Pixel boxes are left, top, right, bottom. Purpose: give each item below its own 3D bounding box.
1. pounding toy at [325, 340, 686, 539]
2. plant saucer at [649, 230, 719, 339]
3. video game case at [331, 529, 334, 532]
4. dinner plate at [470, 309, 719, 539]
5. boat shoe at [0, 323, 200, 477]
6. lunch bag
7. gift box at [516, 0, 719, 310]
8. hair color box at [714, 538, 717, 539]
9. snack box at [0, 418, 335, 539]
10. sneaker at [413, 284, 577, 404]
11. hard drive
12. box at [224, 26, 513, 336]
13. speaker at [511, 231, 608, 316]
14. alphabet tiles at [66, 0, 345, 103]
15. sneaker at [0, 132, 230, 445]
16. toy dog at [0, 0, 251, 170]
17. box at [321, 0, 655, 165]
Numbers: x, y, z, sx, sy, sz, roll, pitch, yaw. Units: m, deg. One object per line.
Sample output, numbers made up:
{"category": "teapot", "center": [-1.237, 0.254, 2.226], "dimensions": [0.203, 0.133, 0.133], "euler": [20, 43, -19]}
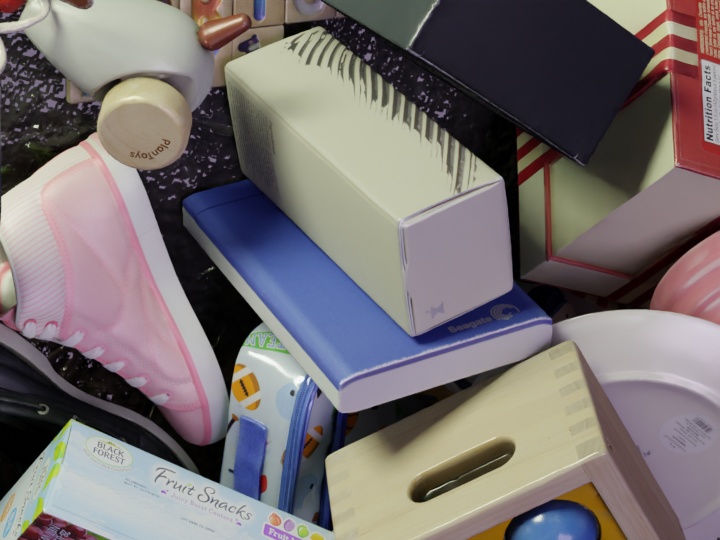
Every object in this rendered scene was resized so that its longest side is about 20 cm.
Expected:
{"category": "pounding toy", "center": [0.077, 0.183, 1.217], "dimensions": [0.200, 0.142, 0.184], "euler": [-26, 123, 10]}
{"category": "plant saucer", "center": [0.268, 0.030, 1.277], "dimensions": [0.200, 0.051, 0.201], "euler": [-4, 147, -2]}
{"category": "video game case", "center": [0.030, 0.242, 1.337], "dimensions": [0.200, 0.022, 0.182], "euler": [29, 101, -30]}
{"category": "dinner plate", "center": [0.155, 0.103, 1.277], "dimensions": [0.200, 0.024, 0.200], "euler": [1, 131, 1]}
{"category": "boat shoe", "center": [-0.173, 0.102, 1.272], "dimensions": [0.199, 0.074, 0.066], "euler": [44, 43, -35]}
{"category": "lunch bag", "center": [-0.026, 0.114, 1.333], "dimensions": [0.160, 0.075, 0.200], "euler": [-32, 135, -53]}
{"category": "gift box", "center": [0.206, -0.065, 1.321], "dimensions": [0.200, 0.187, 0.185], "euler": [18, 60, -23]}
{"category": "hair color box", "center": [0.128, 0.165, 1.400], "dimensions": [0.200, 0.064, 0.111], "euler": [2, 110, -27]}
{"category": "snack box", "center": [-0.133, 0.182, 1.255], "dimensions": [0.168, 0.068, 0.200], "euler": [26, 141, -17]}
{"category": "sneaker", "center": [0.125, 0.057, 1.351], "dimensions": [0.200, 0.075, 0.088], "euler": [18, 84, -36]}
{"category": "hard drive", "center": [0.000, 0.000, 1.260], "dimensions": [0.132, 0.200, 0.025], "euler": [-16, 128, -23]}
{"category": "box", "center": [0.002, -0.054, 1.234], "dimensions": [0.068, 0.200, 0.082], "euler": [-24, 131, -20]}
{"category": "speaker", "center": [0.137, 0.074, 1.450], "dimensions": [0.081, 0.081, 0.200], "euler": [-21, 121, -21]}
{"category": "alphabet tiles", "center": [-0.072, -0.184, 1.257], "dimensions": [0.200, 0.008, 0.168], "euler": [-9, 115, -26]}
{"category": "sneaker", "center": [-0.151, 0.029, 1.265], "dimensions": [0.105, 0.075, 0.200], "euler": [-29, 117, -18]}
{"category": "toy dog", "center": [-0.137, -0.143, 1.167], "dimensions": [0.096, 0.132, 0.200], "euler": [-37, 137, 27]}
{"category": "box", "center": [0.043, -0.149, 1.210], "dimensions": [0.141, 0.200, 0.079], "euler": [26, 98, -37]}
